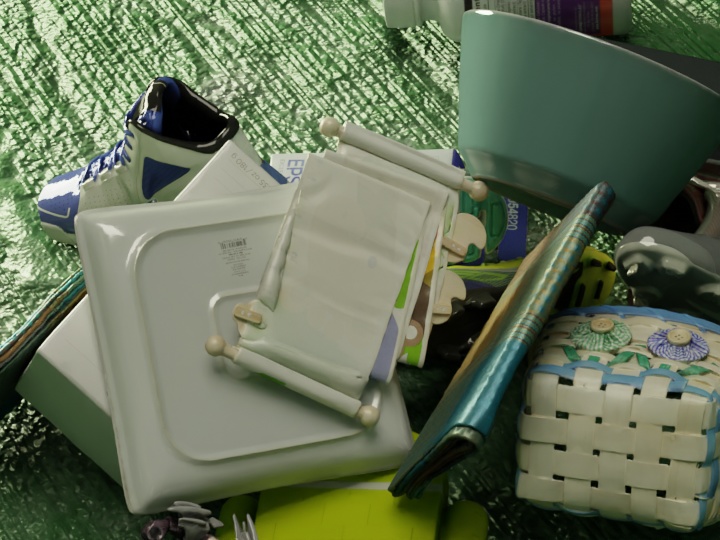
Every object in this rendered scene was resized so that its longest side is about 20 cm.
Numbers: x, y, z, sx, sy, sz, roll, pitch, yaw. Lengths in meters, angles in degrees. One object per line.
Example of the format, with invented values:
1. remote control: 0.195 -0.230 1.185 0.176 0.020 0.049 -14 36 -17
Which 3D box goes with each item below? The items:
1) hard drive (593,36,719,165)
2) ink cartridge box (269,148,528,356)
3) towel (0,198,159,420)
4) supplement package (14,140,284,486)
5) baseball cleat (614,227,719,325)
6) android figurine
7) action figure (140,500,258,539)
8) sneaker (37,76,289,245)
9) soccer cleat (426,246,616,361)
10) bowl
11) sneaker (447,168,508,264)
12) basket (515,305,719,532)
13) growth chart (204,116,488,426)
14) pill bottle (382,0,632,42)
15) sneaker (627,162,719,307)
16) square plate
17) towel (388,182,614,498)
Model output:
1. hard drive: 0.193 -0.134 1.893 0.199 0.033 0.140 12 27 4
2. ink cartridge box: 0.022 -0.014 1.857 0.199 0.041 0.200 -1 42 7
3. towel: -0.217 0.044 1.759 0.022 0.147 0.200 40 54 4
4. supplement package: -0.118 0.036 1.702 0.121 0.120 0.200 41 69 -2
5. baseball cleat: 0.255 -0.003 1.714 0.070 0.199 0.107 -26 45 48
6. android figurine: -0.008 0.172 1.652 0.181 0.041 0.201 -1 44 9
7. action figure: -0.133 0.216 1.584 0.199 0.069 0.131 -9 59 17
8. sneaker: -0.157 -0.088 1.888 0.198 0.116 0.081 -5 38 28
9. soccer cleat: 0.097 0.012 1.767 0.199 0.065 0.084 -14 31 -39
10. bowl: 0.145 -0.092 1.709 0.200 0.201 0.106 19 86 27
11. sneaker: 0.011 -0.037 1.814 0.199 0.078 0.091 -3 18 10
12. basket: 0.189 0.093 1.654 0.175 0.140 0.200 7 9 15
13. growth chart: 0.000 0.000 1.643 0.144 0.018 0.201 30 68 -15
14. pill bottle: 0.118 -0.242 2.045 0.199 0.112 0.112 -2 42 6
15. sneaker: 0.245 -0.042 1.810 0.075 0.105 0.200 12 44 24
16. square plate: -0.071 0.043 1.634 0.199 0.028 0.199 -9 82 -21
17. towel: 0.092 0.048 1.610 0.022 0.147 0.201 34 65 -4
